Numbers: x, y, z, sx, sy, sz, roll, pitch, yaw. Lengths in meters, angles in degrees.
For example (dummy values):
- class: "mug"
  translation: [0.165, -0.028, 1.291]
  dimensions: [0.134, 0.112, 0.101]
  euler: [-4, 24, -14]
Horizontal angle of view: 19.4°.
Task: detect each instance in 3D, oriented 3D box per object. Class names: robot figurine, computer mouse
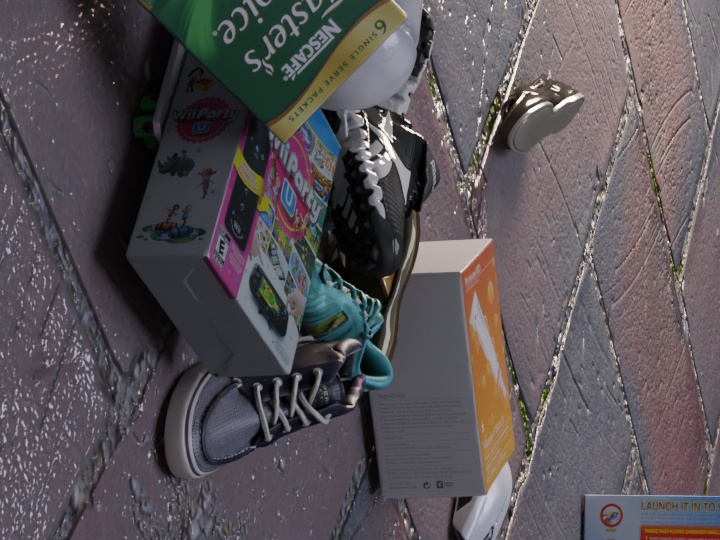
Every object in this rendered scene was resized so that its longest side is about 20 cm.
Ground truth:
- class: "robot figurine"
  translation: [-0.009, -0.203, 1.569]
  dimensions: [0.170, 0.113, 0.201]
  euler: [40, 50, -49]
- class: "computer mouse"
  translation: [0.118, 0.243, 2.041]
  dimensions: [0.110, 0.044, 0.201]
  euler: [55, 38, -53]

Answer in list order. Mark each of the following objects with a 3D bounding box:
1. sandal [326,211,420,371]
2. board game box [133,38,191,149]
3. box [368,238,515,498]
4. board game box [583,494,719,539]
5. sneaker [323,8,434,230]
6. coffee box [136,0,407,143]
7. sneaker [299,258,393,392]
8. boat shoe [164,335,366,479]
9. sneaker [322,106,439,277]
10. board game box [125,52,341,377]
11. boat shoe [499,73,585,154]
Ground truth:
- class: "sandal"
  translation: [0.000, 0.000, 1.738]
  dimensions: [0.054, 0.080, 0.201]
  euler: [26, 67, -42]
- class: "board game box"
  translation: [-0.098, -0.127, 1.542]
  dimensions: [0.200, 0.026, 0.201]
  euler: [58, 37, -52]
- class: "box"
  translation: [0.067, 0.084, 1.844]
  dimensions: [0.124, 0.097, 0.201]
  euler: [-42, 127, -68]
- class: "board game box"
  translation: [0.357, 0.360, 2.435]
  dimensions: [0.056, 0.199, 0.197]
  euler: [31, 61, -66]
- class: "sneaker"
  translation: [0.000, -0.122, 1.732]
  dimensions: [0.201, 0.066, 0.090]
  euler: [-69, -168, -10]
- class: "coffee box"
  translation: [-0.078, -0.193, 1.360]
  dimensions: [0.200, 0.123, 0.044]
  euler: [46, 1, -18]
- class: "sneaker"
  translation: [-0.023, 0.025, 1.632]
  dimensions: [0.200, 0.079, 0.078]
  euler: [71, 25, -48]
- class: "boat shoe"
  translation: [-0.064, 0.092, 1.518]
  dimensions: [0.200, 0.092, 0.075]
  euler: [-47, 131, -62]
- class: "sneaker"
  translation: [0.022, -0.066, 1.596]
  dimensions: [0.200, 0.090, 0.067]
  euler: [-106, -152, -51]
- class: "board game box"
  translation: [-0.082, -0.049, 1.456]
  dimensions: [0.148, 0.064, 0.201]
  euler: [60, 34, -49]
- class: "boat shoe"
  translation: [0.178, -0.170, 2.235]
  dimensions: [0.067, 0.057, 0.200]
  euler: [-61, 165, 22]
